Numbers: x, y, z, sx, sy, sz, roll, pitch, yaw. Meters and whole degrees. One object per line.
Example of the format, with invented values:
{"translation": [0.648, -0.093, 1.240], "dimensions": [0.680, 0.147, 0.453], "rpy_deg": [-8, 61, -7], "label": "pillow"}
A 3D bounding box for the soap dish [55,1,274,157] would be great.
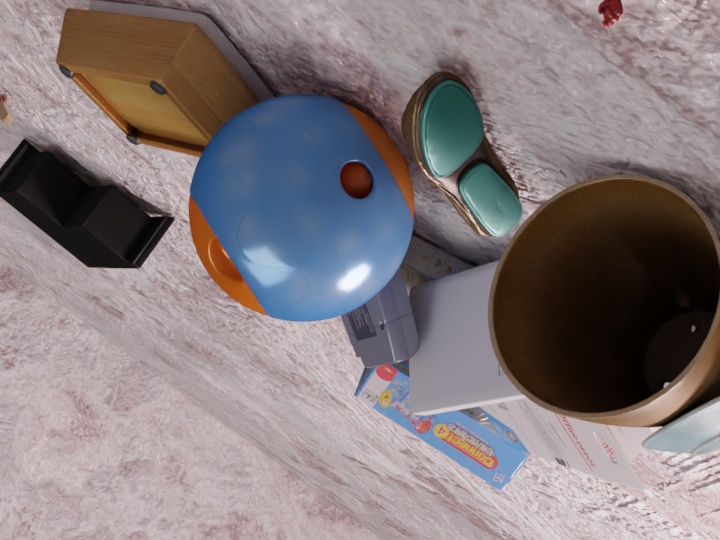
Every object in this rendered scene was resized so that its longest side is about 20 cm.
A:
{"translation": [-0.188, -0.178, 1.207], "dimensions": [0.200, 0.081, 0.157], "rpy_deg": [16, 156, 41], "label": "soap dish"}

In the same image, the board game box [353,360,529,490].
{"translation": [0.101, 0.139, 1.451], "dimensions": [0.200, 0.056, 0.196], "rpy_deg": [33, -160, -2], "label": "board game box"}

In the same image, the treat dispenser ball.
{"translation": [-0.051, -0.055, 1.107], "dimensions": [0.201, 0.201, 0.201], "rpy_deg": [29, 163, 10], "label": "treat dispenser ball"}

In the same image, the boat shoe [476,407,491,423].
{"translation": [0.145, 0.128, 1.329], "dimensions": [0.202, 0.086, 0.075], "rpy_deg": [37, 160, -24], "label": "boat shoe"}

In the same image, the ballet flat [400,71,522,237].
{"translation": [0.073, -0.101, 1.021], "dimensions": [0.072, 0.068, 0.200], "rpy_deg": [43, 178, 40], "label": "ballet flat"}

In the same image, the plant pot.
{"translation": [0.230, 0.047, 0.983], "dimensions": [0.186, 0.187, 0.200], "rpy_deg": [17, 173, 41], "label": "plant pot"}

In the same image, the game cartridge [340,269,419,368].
{"translation": [0.000, 0.000, 1.283], "dimensions": [0.133, 0.041, 0.200], "rpy_deg": [159, 92, -74], "label": "game cartridge"}

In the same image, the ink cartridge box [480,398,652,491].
{"translation": [0.198, 0.130, 1.200], "dimensions": [0.200, 0.068, 0.116], "rpy_deg": [12, 142, 57], "label": "ink cartridge box"}

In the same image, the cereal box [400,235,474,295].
{"translation": [0.104, 0.030, 1.346], "dimensions": [0.200, 0.040, 0.144], "rpy_deg": [29, 163, 12], "label": "cereal box"}

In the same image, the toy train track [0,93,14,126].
{"translation": [-0.541, -0.263, 1.691], "dimensions": [0.200, 0.033, 0.115], "rpy_deg": [34, 171, 13], "label": "toy train track"}

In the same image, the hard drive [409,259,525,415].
{"translation": [0.116, 0.063, 1.200], "dimensions": [0.026, 0.132, 0.200], "rpy_deg": [9, 163, -33], "label": "hard drive"}

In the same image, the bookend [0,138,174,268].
{"translation": [-0.403, -0.097, 1.797], "dimensions": [0.200, 0.092, 0.199], "rpy_deg": [42, 159, -25], "label": "bookend"}

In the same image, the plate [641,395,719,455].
{"translation": [0.313, 0.105, 0.962], "dimensions": [0.200, 0.200, 0.026], "rpy_deg": [89, 160, -70], "label": "plate"}

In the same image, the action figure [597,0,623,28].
{"translation": [0.142, -0.166, 0.642], "dimensions": [0.200, 0.099, 0.065], "rpy_deg": [16, 156, 50], "label": "action figure"}
